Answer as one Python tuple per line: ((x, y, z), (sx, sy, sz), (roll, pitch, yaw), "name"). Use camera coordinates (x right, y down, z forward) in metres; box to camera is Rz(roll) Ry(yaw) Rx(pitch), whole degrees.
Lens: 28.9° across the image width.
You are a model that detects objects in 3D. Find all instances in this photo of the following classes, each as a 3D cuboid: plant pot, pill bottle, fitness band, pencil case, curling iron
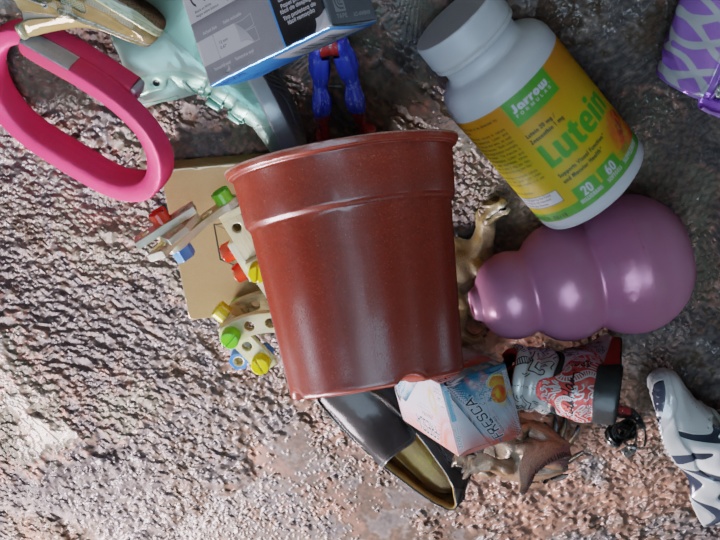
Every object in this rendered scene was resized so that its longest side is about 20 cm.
((0.000, 0.000, 1.165), (0.199, 0.201, 0.198), (-10, 87, 10), "plant pot")
((0.141, -0.141, 1.190), (0.111, 0.111, 0.200), (-36, 111, 21), "pill bottle")
((-0.248, -0.139, 1.222), (0.199, 0.038, 0.144), (32, 145, 6), "fitness band")
((0.310, -0.229, 1.145), (0.083, 0.086, 0.202), (13, 118, -5), "pencil case")
((0.209, 0.138, 1.338), (0.199, 0.050, 0.026), (20, 135, -37), "curling iron")

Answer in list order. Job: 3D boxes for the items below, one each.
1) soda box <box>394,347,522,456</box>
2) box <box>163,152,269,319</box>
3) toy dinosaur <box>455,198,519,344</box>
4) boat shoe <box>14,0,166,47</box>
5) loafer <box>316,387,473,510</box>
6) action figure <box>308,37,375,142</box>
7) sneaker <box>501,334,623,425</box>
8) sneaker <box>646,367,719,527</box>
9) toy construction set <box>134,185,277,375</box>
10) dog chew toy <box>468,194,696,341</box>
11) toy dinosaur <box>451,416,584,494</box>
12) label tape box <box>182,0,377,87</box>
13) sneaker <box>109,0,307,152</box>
((0.082, 0.113, 1.277), (0.063, 0.200, 0.069), (-16, 96, -11), "soda box")
((-0.078, -0.034, 1.317), (0.198, 0.021, 0.165), (-4, 119, 7), "box")
((0.088, 0.018, 1.325), (0.101, 0.058, 0.200), (43, 106, -2), "toy dinosaur")
((-0.259, -0.224, 1.152), (0.199, 0.072, 0.077), (27, 97, 0), "boat shoe")
((0.033, 0.163, 1.389), (0.199, 0.073, 0.073), (34, 117, -13), "loafer")
((-0.027, -0.206, 1.202), (0.064, 0.100, 0.201), (-6, 141, 4), "action figure")
((0.183, 0.092, 1.281), (0.107, 0.201, 0.068), (9, 98, 8), "sneaker")
((0.363, 0.157, 1.359), (0.129, 0.080, 0.200), (-22, 116, 14), "sneaker")
((-0.113, 0.000, 1.280), (0.130, 0.093, 0.200), (-25, 126, 18), "toy construction set")
((0.194, 0.006, 1.248), (0.198, 0.125, 0.126), (-14, 118, -4), "dog chew toy")
((0.166, 0.175, 1.345), (0.134, 0.200, 0.087), (20, 89, -10), "toy dinosaur")
((-0.085, -0.264, 1.097), (0.142, 0.066, 0.202), (-17, 94, 41), "label tape box")
((-0.134, -0.154, 1.223), (0.118, 0.074, 0.201), (-31, 103, 12), "sneaker")
